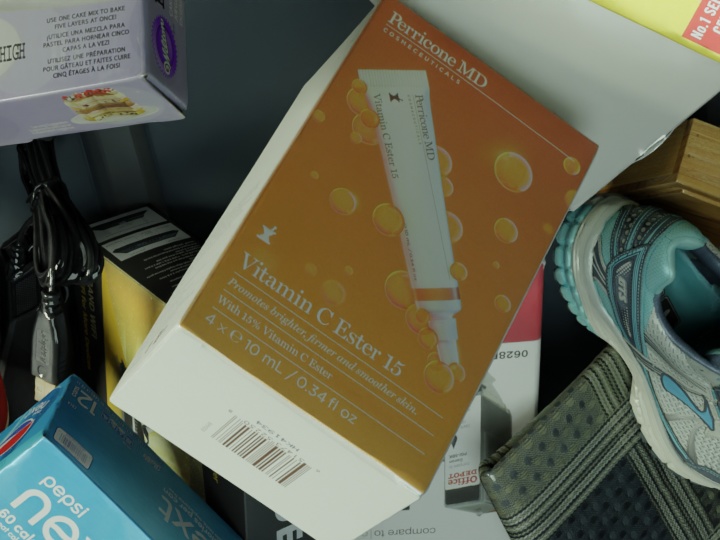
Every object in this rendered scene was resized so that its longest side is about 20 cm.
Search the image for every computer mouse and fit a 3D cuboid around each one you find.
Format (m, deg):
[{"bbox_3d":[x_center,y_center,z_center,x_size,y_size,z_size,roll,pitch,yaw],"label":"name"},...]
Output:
[{"bbox_3d":[-0.156,0.038,0.955,0.046,0.141,0.200,4,120,-21],"label":"computer mouse"}]

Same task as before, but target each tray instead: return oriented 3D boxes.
[{"bbox_3d":[0.229,-0.021,0.966,0.200,0.099,0.037,20,81,-14],"label":"tray"}]

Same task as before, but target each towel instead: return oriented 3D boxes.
[{"bbox_3d":[0.165,0.112,1.025,0.200,0.035,0.193,-42,117,-22],"label":"towel"}]

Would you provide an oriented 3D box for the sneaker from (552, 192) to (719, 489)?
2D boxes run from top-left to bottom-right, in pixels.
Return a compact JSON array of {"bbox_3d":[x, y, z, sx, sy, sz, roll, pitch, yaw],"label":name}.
[{"bbox_3d":[0.175,0.047,0.949,0.078,0.086,0.200,-51,119,-18],"label":"sneaker"}]

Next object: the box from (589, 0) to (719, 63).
[{"bbox_3d":[0.085,-0.161,0.803,0.200,0.050,0.075,25,111,-8],"label":"box"}]

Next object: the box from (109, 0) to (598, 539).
[{"bbox_3d":[0.000,0.000,0.844,0.124,0.200,0.097,34,148,-8],"label":"box"}]

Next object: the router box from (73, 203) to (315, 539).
[{"bbox_3d":[-0.082,0.088,0.974,0.052,0.157,0.201,-21,125,-32],"label":"router box"}]

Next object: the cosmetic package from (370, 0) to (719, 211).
[{"bbox_3d":[0.071,-0.139,0.897,0.108,0.085,0.200,-38,116,16],"label":"cosmetic package"}]

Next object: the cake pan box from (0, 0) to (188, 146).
[{"bbox_3d":[-0.172,-0.145,0.812,0.199,0.185,0.052,-6,163,17],"label":"cake pan box"}]

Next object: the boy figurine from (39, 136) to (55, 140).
[{"bbox_3d":[-0.135,-0.162,0.883,0.124,0.064,0.200,23,115,-16],"label":"boy figurine"}]

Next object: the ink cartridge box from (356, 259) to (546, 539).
[{"bbox_3d":[0.019,0.066,1.010,0.146,0.083,0.201,-3,119,-3],"label":"ink cartridge box"}]

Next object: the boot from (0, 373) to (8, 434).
[{"bbox_3d":[-0.201,-0.016,0.881,0.144,0.072,0.200,-31,83,47],"label":"boot"}]

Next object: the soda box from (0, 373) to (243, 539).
[{"bbox_3d":[-0.093,0.148,0.887,0.068,0.064,0.200,-38,105,19],"label":"soda box"}]
